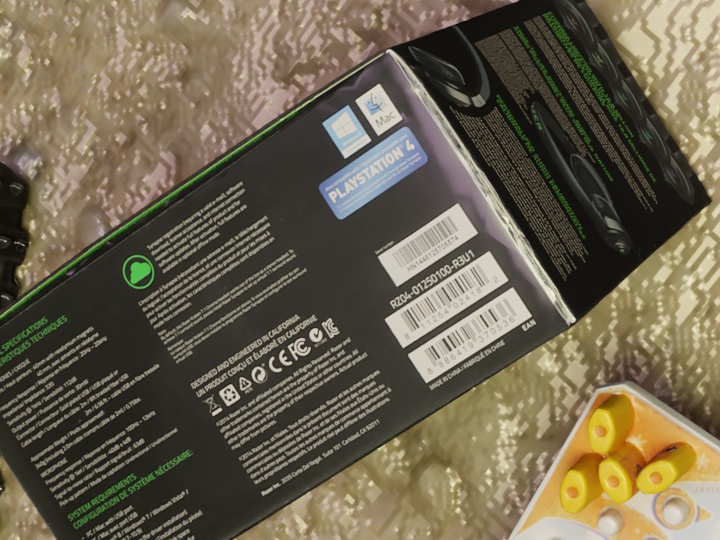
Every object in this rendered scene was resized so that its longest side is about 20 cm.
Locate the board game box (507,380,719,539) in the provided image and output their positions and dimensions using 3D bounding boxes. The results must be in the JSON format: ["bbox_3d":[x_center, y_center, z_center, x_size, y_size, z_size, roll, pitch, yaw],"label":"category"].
[{"bbox_3d":[0.108,0.168,0.763,0.200,0.026,0.200,34,113,15],"label":"board game box"}]

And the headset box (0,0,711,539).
[{"bbox_3d":[0.000,0.000,0.774,0.174,0.200,0.093,-33,89,24],"label":"headset box"}]

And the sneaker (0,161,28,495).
[{"bbox_3d":[-0.182,0.054,0.940,0.090,0.066,0.200,6,87,31],"label":"sneaker"}]
